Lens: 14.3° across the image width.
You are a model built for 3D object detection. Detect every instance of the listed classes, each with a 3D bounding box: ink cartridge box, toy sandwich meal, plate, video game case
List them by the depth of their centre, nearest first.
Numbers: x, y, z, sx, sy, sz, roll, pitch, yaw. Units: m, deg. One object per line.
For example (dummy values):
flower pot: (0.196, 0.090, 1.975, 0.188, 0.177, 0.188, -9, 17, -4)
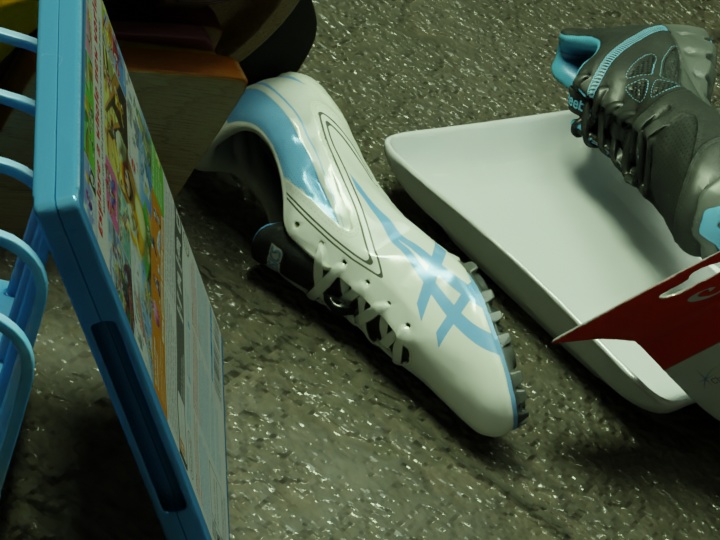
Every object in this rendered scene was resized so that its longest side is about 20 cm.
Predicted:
video game case: (-0.080, 0.003, 1.032, 0.018, 0.200, 0.143, -11, 42, 6)
toy sandwich meal: (-0.102, -0.086, 1.147, 0.205, 0.205, 0.070, 3, 55, -43)
ink cartridge box: (0.206, 0.023, 1.258, 0.200, 0.160, 0.047, 4, 63, -49)
plate: (0.125, -0.002, 1.412, 0.200, 0.032, 0.199, 44, 30, 23)

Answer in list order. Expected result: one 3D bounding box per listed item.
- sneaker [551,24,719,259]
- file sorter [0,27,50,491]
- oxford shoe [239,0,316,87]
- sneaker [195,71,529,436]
sneaker: (0.144, -0.065, 1.445, 0.082, 0.073, 0.200, 7, 26, -9)
file sorter: (-0.174, 0.003, 0.978, 0.138, 0.123, 0.200, 15, 29, -10)
oxford shoe: (-0.063, -0.129, 1.265, 0.071, 0.200, 0.071, -21, 64, -20)
sneaker: (0.000, 0.000, 1.259, 0.072, 0.072, 0.200, -33, 70, -18)
